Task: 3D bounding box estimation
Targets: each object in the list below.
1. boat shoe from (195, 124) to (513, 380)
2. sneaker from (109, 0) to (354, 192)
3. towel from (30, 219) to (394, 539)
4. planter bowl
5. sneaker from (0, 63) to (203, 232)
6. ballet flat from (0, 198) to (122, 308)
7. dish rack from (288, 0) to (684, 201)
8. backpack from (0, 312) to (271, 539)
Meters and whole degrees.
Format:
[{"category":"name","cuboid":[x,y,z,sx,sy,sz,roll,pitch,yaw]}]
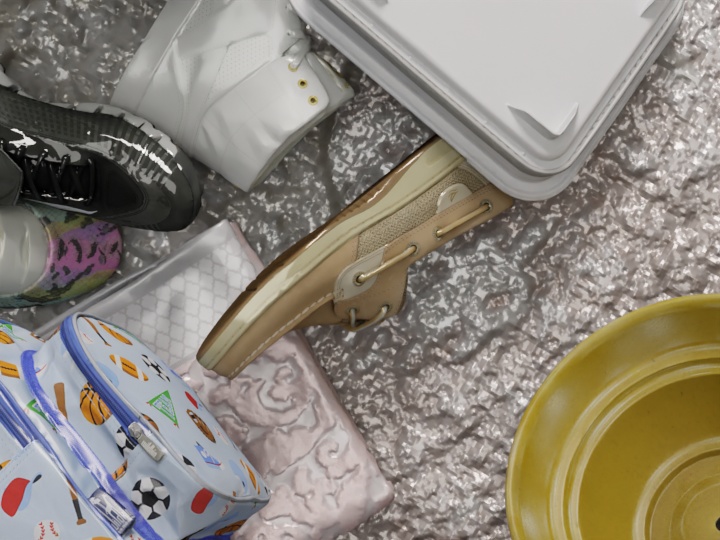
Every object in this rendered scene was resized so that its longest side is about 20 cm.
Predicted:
[{"category":"boat shoe","cuboid":[0.000,0.000,0.796,0.200,0.071,0.065,-39,96,-13]},{"category":"sneaker","cuboid":[-0.041,-0.144,0.819,0.115,0.074,0.201,33,99,1]},{"category":"towel","cuboid":[-0.110,0.098,0.833,0.199,0.032,0.192,-30,88,3]},{"category":"planter bowl","cuboid":[0.183,0.119,0.771,0.199,0.084,0.202,-17,50,21]},{"category":"sneaker","cuboid":[-0.184,-0.061,0.795,0.199,0.091,0.067,25,125,14]},{"category":"ballet flat","cuboid":[-0.237,-0.018,0.822,0.198,0.071,0.070,7,88,3]},{"category":"dish rack","cuboid":[0.076,-0.157,0.788,0.200,0.044,0.172,39,77,-8]},{"category":"backpack","cuboid":[-0.148,0.106,0.733,0.190,0.200,0.154,39,84,12]}]
